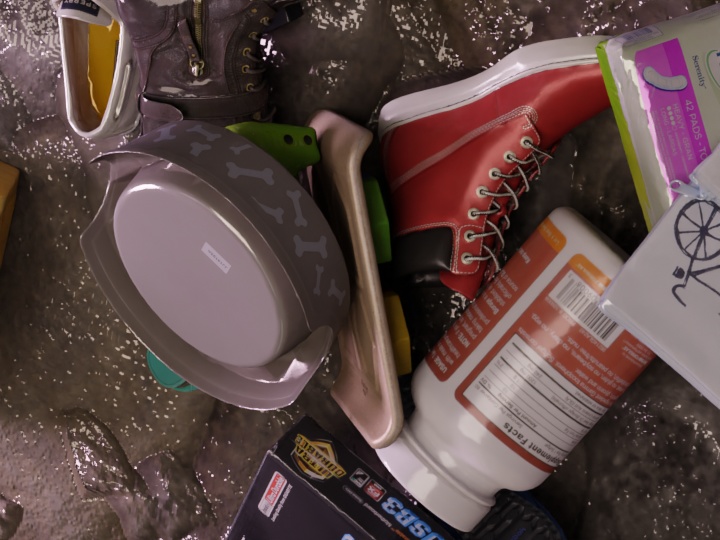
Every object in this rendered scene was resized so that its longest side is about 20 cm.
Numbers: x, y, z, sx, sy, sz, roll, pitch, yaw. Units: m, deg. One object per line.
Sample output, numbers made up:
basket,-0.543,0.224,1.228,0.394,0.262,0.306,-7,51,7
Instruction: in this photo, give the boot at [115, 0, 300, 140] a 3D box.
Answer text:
boot,-0.076,-0.146,1.559,0.198,0.069,0.175,-4,124,15

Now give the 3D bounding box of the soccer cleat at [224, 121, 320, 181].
soccer cleat,-0.084,-0.042,1.572,0.200,0.080,0.068,132,129,-61

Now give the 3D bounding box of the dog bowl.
dog bowl,-0.091,-0.008,1.478,0.199,0.059,0.201,28,142,24

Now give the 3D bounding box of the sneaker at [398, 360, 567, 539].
sneaker,0.071,0.148,1.580,0.066,0.079,0.200,-39,66,-5

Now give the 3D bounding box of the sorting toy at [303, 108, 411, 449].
sorting toy,0.000,0.000,1.523,0.036,0.185,0.202,-7,100,-9

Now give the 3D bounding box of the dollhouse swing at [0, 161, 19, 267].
dollhouse swing,-0.347,0.021,1.666,0.181,0.176,0.201,22,112,16

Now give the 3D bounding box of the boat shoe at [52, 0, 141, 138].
boat shoe,-0.178,-0.189,1.596,0.070,0.070,0.202,12,108,24

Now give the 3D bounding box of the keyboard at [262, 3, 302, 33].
keyboard,-0.083,-0.261,1.566,0.126,0.021,0.202,-15,98,26

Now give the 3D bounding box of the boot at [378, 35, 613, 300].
boot,0.101,-0.059,1.475,0.199,0.072,0.145,-20,60,32

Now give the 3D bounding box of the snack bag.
snack bag,0.261,0.000,1.377,0.188,0.021,0.200,40,90,-13

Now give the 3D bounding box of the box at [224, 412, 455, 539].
box,0.001,0.216,1.586,0.198,0.050,0.200,39,146,8

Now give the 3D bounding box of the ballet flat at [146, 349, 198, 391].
ballet flat,-0.071,0.021,1.594,0.200,0.070,0.068,-34,83,43

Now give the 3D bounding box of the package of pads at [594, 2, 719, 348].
package of pads,0.246,-0.067,1.413,0.153,0.068,0.202,-19,97,-8

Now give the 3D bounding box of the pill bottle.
pill bottle,0.105,0.067,1.490,0.112,0.112,0.200,43,98,8
